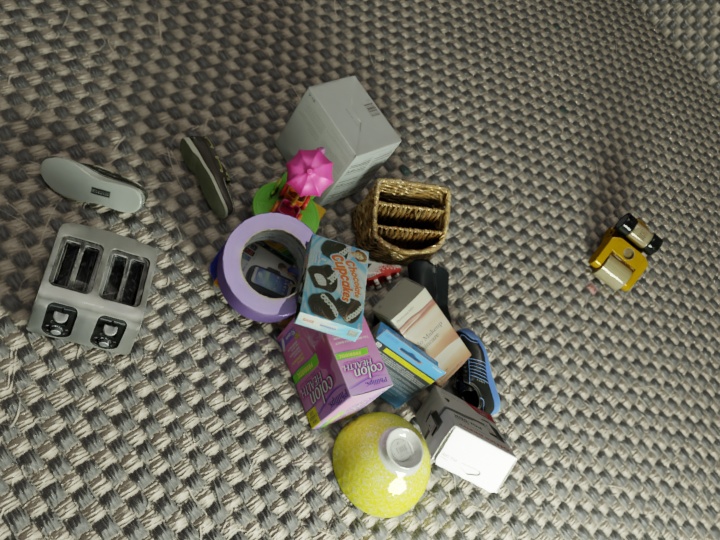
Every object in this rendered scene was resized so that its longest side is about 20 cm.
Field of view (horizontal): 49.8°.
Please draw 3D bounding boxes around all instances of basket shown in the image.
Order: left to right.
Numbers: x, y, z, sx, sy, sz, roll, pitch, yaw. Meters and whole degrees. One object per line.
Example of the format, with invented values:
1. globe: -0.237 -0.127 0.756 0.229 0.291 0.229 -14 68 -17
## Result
1. basket: 0.101 -0.104 1.736 0.200 0.149 0.143 6 58 -28

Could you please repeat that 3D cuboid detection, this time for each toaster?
1. toaster: -0.459 0.027 1.350 0.180 0.119 0.200 19 53 -20

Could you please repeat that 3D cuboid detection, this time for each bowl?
1. bowl: 0.059 0.350 1.453 0.200 0.108 0.201 15 55 -22

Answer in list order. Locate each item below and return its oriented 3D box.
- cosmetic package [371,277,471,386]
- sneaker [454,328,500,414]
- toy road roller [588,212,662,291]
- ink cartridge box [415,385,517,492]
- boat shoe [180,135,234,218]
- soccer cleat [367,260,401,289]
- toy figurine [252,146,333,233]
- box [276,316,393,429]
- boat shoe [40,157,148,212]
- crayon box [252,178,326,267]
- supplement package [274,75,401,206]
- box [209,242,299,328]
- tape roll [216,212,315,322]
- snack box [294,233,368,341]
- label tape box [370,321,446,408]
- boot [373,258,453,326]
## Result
1. cosmetic package: 0.125 0.125 1.572 0.103 0.087 0.200 -44 118 -11
2. sneaker: 0.233 0.218 1.661 0.078 0.070 0.200 -2 63 -38
3. toy road roller: 0.698 -0.050 2.085 0.123 0.146 0.200 37 87 -5
4. ink cartridge box: 0.200 0.321 1.497 0.147 0.083 0.200 29 9 -12
5. boat shoe: -0.306 -0.200 1.611 0.060 0.072 0.201 -20 70 -33
6. soccer cleat: 0.000 0.000 1.667 0.200 0.069 0.085 -13 73 -30
7. toy figurine: -0.110 -0.183 1.573 0.150 0.184 0.200 30 50 -10
8. box: -0.053 0.168 1.457 0.097 0.176 0.200 -11 68 -35
9. boat shoe: -0.508 -0.165 1.484 0.200 0.071 0.064 22 20 -7
10. crayon box: -0.159 -0.108 1.652 0.126 0.052 0.200 33 50 -8
11. supplement package: -0.053 -0.286 1.728 0.147 0.200 0.191 -25 76 -39
12. box: -0.200 0.018 1.557 0.200 0.041 0.119 34 51 -10
13. tape roll: -0.172 -0.004 1.488 0.199 0.085 0.201 4 77 -17
14. snack box: -0.049 0.028 1.409 0.116 0.037 0.200 18 44 -13
15. label tape box: 0.071 0.174 1.509 0.144 0.200 0.063 36 50 -6
16. boot: 0.112 0.055 1.689 0.200 0.076 0.168 12 57 -26
